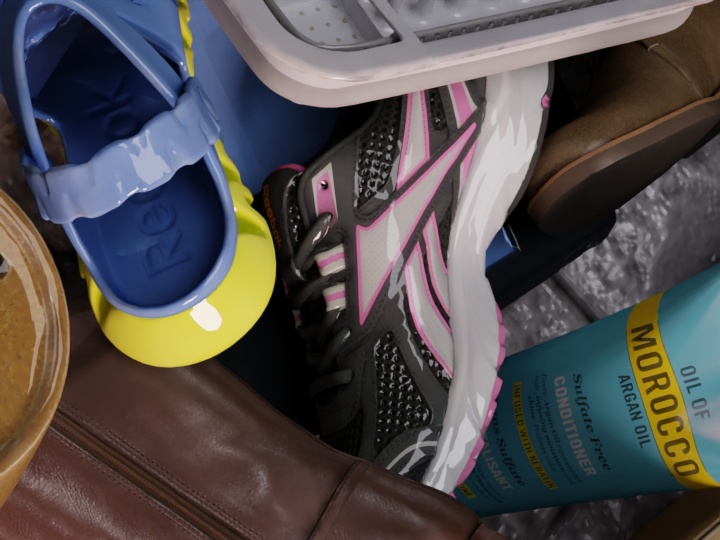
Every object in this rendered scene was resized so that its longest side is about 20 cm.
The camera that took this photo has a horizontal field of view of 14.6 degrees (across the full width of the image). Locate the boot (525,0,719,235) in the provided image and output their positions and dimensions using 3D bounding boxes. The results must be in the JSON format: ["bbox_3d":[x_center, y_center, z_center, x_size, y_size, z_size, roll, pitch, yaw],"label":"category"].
[{"bbox_3d":[0.101,-0.071,1.062,0.076,0.074,0.200,54,34,1],"label":"boot"}]

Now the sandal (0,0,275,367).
[{"bbox_3d":[-0.089,-0.070,0.903,0.079,0.087,0.201,-30,64,-1],"label":"sandal"}]

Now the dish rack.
[{"bbox_3d":[0.015,-0.126,0.981,0.199,0.044,0.172,-15,55,-30],"label":"dish rack"}]

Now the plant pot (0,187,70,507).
[{"bbox_3d":[-0.166,0.032,0.798,0.185,0.200,0.188,8,76,-33],"label":"plant pot"}]

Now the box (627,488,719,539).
[{"bbox_3d":[0.097,0.111,0.978,0.200,0.163,0.021,-35,86,-34],"label":"box"}]

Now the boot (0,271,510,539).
[{"bbox_3d":[-0.071,0.114,0.898,0.199,0.064,0.187,31,74,11],"label":"boot"}]

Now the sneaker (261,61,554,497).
[{"bbox_3d":[0.000,0.000,0.974,0.086,0.080,0.201,20,65,-21],"label":"sneaker"}]

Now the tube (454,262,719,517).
[{"bbox_3d":[0.085,0.048,0.960,0.050,0.200,0.078,-24,92,-35],"label":"tube"}]

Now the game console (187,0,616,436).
[{"bbox_3d":[-0.006,-0.051,1.024,0.200,0.031,0.178,-32,98,-34],"label":"game console"}]
